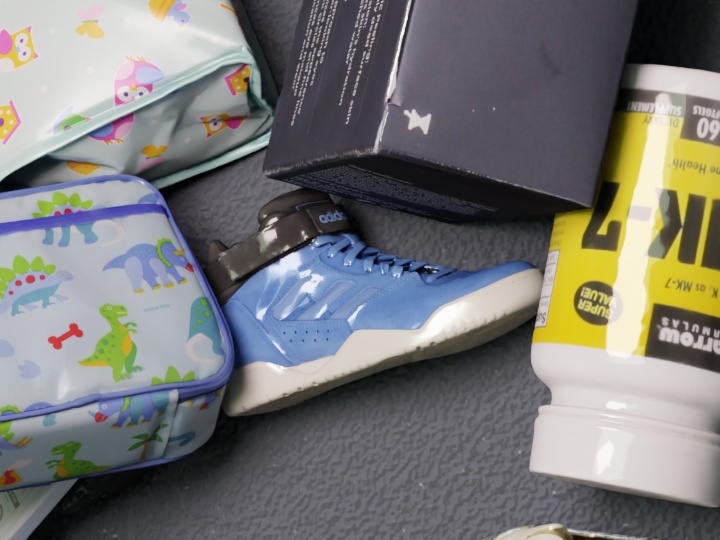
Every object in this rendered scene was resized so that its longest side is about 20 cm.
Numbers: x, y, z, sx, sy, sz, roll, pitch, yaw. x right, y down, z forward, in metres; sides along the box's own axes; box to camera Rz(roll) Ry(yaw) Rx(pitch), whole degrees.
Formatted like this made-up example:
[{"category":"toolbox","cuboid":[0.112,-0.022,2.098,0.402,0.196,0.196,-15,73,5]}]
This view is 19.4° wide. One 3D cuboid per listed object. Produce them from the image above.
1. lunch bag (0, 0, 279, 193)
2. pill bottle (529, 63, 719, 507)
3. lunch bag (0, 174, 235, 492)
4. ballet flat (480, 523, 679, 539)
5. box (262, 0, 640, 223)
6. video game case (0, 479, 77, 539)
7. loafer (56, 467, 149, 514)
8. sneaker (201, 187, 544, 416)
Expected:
[{"category":"lunch bag","cuboid":[-0.164,-0.123,1.204,0.199,0.122,0.171,-25,68,3]},{"category":"pill bottle","cuboid":[0.147,0.009,1.034,0.114,0.114,0.201,7,83,28]},{"category":"lunch bag","cuboid":[-0.179,0.031,1.118,0.083,0.199,0.161,110,144,-48]},{"category":"ballet flat","cuboid":[0.119,0.152,1.040,0.199,0.074,0.075,0,79,25]},{"category":"box","cuboid":[0.050,-0.133,1.056,0.117,0.200,0.198,15,85,-17]},{"category":"video game case","cuboid":[-0.235,0.067,1.208,0.143,0.018,0.200,-48,62,28]},{"category":"loafer","cuboid":[-0.188,0.046,1.221,0.070,0.068,0.201,-35,66,15]},{"category":"sneaker","cuboid":[-0.001,0.000,1.130,0.199,0.077,0.112,-20,80,29]}]
